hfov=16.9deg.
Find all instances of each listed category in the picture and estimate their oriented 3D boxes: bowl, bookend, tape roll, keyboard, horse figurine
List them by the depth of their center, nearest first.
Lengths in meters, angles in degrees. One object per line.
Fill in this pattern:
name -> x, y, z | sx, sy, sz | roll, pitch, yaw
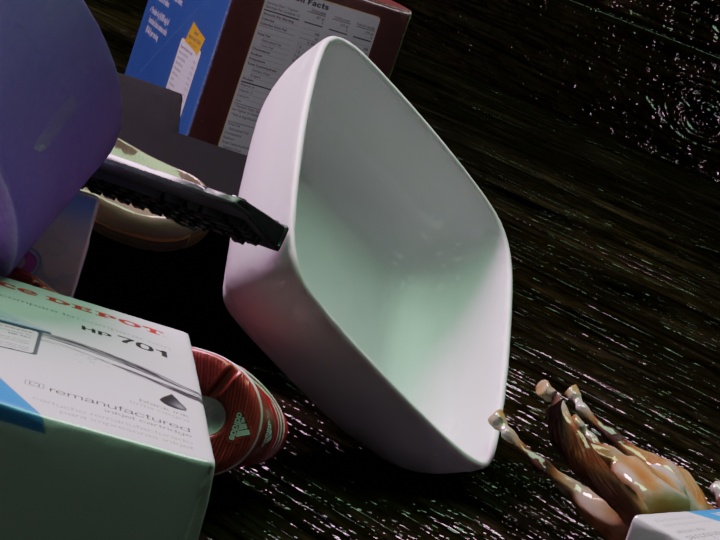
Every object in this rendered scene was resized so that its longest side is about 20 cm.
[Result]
tape roll -> -0.210, -0.088, 1.074 | 0.199, 0.200, 0.085 | 23, 55, 21
keyboard -> -0.131, -0.046, 1.204 | 0.199, 0.021, 0.127 | 20, -3, 15
bowl -> 0.000, 0.000, 1.308 | 0.200, 0.074, 0.200 | 46, 36, -33
horse figurine -> 0.145, 0.113, 1.316 | 0.132, 0.050, 0.200 | 43, 10, 21
bookend -> -0.124, -0.043, 1.465 | 0.198, 0.092, 0.200 | 17, 19, -9

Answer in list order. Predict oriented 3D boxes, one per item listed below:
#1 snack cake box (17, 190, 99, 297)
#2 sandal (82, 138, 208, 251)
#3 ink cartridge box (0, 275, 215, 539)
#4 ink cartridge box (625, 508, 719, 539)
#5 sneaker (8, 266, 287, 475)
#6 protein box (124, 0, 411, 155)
snack cake box -> -0.241, -0.027, 1.225 | 0.199, 0.067, 0.115 | 17, -14, -11
sandal -> -0.170, -0.070, 1.307 | 0.199, 0.054, 0.080 | 19, 40, -3
ink cartridge box -> -0.143, 0.066, 0.975 | 0.146, 0.086, 0.200 | 17, 12, -11
ink cartridge box -> 0.219, 0.178, 1.091 | 0.200, 0.068, 0.115 | 26, 13, 32
sneaker -> -0.128, 0.055, 1.161 | 0.199, 0.079, 0.116 | 24, -5, 17
protein box -> -0.084, -0.133, 1.785 | 0.134, 0.201, 0.199 | 15, 11, -23
